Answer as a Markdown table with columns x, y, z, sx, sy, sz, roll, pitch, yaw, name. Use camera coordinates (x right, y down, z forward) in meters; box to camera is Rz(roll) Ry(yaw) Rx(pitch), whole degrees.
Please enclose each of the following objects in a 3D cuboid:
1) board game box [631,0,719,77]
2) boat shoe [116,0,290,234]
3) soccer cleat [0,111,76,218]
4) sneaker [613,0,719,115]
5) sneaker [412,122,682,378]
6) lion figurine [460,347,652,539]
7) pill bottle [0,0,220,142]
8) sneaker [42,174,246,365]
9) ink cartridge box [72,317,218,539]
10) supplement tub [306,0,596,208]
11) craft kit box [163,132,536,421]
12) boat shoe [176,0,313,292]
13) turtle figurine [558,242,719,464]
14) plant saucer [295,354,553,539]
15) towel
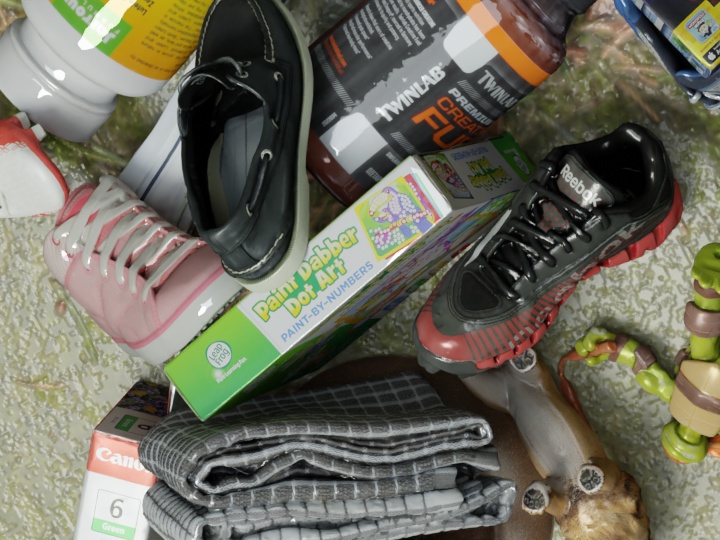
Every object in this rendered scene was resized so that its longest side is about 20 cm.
| x | y | z | sx | sy | sz | roll | pitch | yaw | name |
| --- | --- | --- | --- | --- | --- | --- | --- | --- | --- |
| 0.195 | -0.243 | 1.555 | 0.200 | 0.062 | 0.200 | -42 | 84 | -9 | board game box |
| -0.086 | -0.092 | 1.692 | 0.067 | 0.074 | 0.200 | 36 | 122 | -1 | boat shoe |
| -0.245 | -0.054 | 1.677 | 0.085 | 0.199 | 0.069 | -42 | 121 | -22 | soccer cleat |
| 0.219 | -0.115 | 1.599 | 0.200 | 0.085 | 0.077 | 39 | 116 | 2 | sneaker |
| 0.108 | -0.018 | 1.600 | 0.200 | 0.098 | 0.071 | -37 | 65 | -18 | sneaker |
| 0.115 | 0.101 | 1.667 | 0.072 | 0.122 | 0.201 | -27 | 74 | 13 | lion figurine |
| -0.135 | -0.177 | 1.654 | 0.111 | 0.111 | 0.200 | 42 | 109 | 0 | pill bottle |
| -0.135 | -0.005 | 1.630 | 0.075 | 0.200 | 0.105 | -43 | 101 | -16 | sneaker |
| -0.139 | 0.121 | 1.732 | 0.050 | 0.109 | 0.202 | 13 | 106 | 7 | ink cartridge box |
| 0.048 | -0.130 | 1.623 | 0.200 | 0.107 | 0.107 | -39 | 93 | 14 | supplement tub |
| 0.000 | 0.000 | 1.621 | 0.200 | 0.197 | 0.049 | -40 | 80 | 20 | craft kit box |
| -0.074 | -0.087 | 1.556 | 0.074 | 0.066 | 0.201 | -20 | 57 | 33 | boat shoe |
| 0.222 | 0.070 | 1.653 | 0.200 | 0.064 | 0.162 | 38 | 133 | 19 | turtle figurine |
| 0.022 | 0.155 | 1.742 | 0.199 | 0.037 | 0.202 | 3 | 105 | 12 | plant saucer |
| -0.024 | 0.114 | 1.608 | 0.198 | 0.166 | 0.086 | -7 | 92 | -15 | towel |
